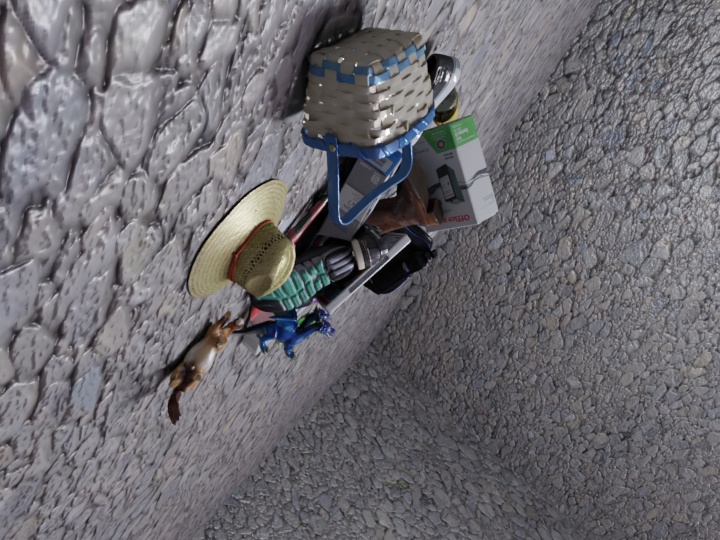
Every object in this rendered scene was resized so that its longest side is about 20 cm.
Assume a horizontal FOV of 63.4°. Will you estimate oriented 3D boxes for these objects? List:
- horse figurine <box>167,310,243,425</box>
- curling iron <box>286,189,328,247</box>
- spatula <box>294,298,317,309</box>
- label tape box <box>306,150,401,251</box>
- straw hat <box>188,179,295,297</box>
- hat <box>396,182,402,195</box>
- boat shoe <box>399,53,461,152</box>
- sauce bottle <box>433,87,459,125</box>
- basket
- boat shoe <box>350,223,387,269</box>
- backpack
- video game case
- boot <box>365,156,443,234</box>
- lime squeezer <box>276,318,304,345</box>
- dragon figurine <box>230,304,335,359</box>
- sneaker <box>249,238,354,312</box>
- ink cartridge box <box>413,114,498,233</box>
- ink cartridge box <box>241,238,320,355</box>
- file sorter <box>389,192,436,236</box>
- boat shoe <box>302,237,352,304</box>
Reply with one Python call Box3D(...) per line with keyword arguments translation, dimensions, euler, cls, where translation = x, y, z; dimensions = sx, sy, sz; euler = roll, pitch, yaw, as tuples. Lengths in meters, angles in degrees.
Box3D(translation=(-0.250, 0.141, 0.919), dimensions=(0.202, 0.050, 0.132), euler=(-57, -170, -22), cls="horse figurine")
Box3D(translation=(-0.112, -0.052, 0.978), dimensions=(0.201, 0.025, 0.050), euler=(-52, 173, -4), cls="curling iron")
Box3D(translation=(-0.098, 0.057, 1.188), dimensions=(0.057, 0.020, 0.199), euler=(-55, 169, 18), cls="spatula")
Box3D(translation=(-0.007, -0.121, 1.042), dimensions=(0.202, 0.062, 0.145), euler=(-58, 180, 29), cls="label tape box")
Box3D(translation=(-0.138, -0.016, 0.807), dimensions=(0.202, 0.084, 0.201), euler=(-51, 171, -11), cls="straw hat")
Box3D(translation=(0.153, -0.181, 1.300), dimensions=(0.203, 0.163, 0.176), euler=(-63, 175, 19), cls="hat")
Box3D(translation=(0.095, -0.292, 1.017), dimensions=(0.056, 0.070, 0.201), euler=(7, 137, -37), cls="boat shoe")
Box3D(translation=(0.174, -0.334, 1.214), dimensions=(0.065, 0.064, 0.200), euler=(-52, 173, 6), cls="sauce bottle")
Box3D(translation=(0.014, -0.179, 0.715), dimensions=(0.176, 0.136, 0.204), euler=(-42, 137, -42), cls="basket")
Box3D(translation=(0.014, -0.049, 1.073), dimensions=(0.061, 0.075, 0.200), euler=(-16, -166, 1), cls="boat shoe")
Box3D(translation=(0.057, -0.051, 1.379), dimensions=(0.191, 0.199, 0.154), euler=(-48, -178, 21), cls="backpack")
Box3D(translation=(0.000, 0.000, 1.106), dimensions=(0.199, 0.018, 0.143), euler=(-42, -168, -6), cls="video game case")
Box3D(translation=(0.046, -0.142, 1.170), dimensions=(0.188, 0.196, 0.065), euler=(56, 43, -36), cls="boot")
Box3D(translation=(-0.152, 0.143, 1.518), dimensions=(0.069, 0.039, 0.200), euler=(-22, -178, 20), cls="lime squeezer")
Box3D(translation=(-0.145, 0.097, 1.056), dimensions=(0.059, 0.195, 0.101), euler=(-111, -138, -64), cls="dragon figurine")
Box3D(translation=(-0.108, 0.007, 1.042), dimensions=(0.196, 0.076, 0.088), euler=(-23, -152, -11), cls="sneaker")
Box3D(translation=(0.179, -0.191, 1.185), dimensions=(0.083, 0.205, 0.144), euler=(-29, -166, -38), cls="ink cartridge box")
Box3D(translation=(-0.144, 0.053, 1.160), dimensions=(0.200, 0.044, 0.178), euler=(-45, 168, -38), cls="ink cartridge box")
Box3D(translation=(0.137, -0.132, 1.555), dimensions=(0.125, 0.138, 0.199), euler=(-53, 171, 34), cls="file sorter")
Box3D(translation=(-0.070, 0.002, 1.140), dimensions=(0.203, 0.073, 0.066), euler=(-54, 144, -40), cls="boat shoe")
